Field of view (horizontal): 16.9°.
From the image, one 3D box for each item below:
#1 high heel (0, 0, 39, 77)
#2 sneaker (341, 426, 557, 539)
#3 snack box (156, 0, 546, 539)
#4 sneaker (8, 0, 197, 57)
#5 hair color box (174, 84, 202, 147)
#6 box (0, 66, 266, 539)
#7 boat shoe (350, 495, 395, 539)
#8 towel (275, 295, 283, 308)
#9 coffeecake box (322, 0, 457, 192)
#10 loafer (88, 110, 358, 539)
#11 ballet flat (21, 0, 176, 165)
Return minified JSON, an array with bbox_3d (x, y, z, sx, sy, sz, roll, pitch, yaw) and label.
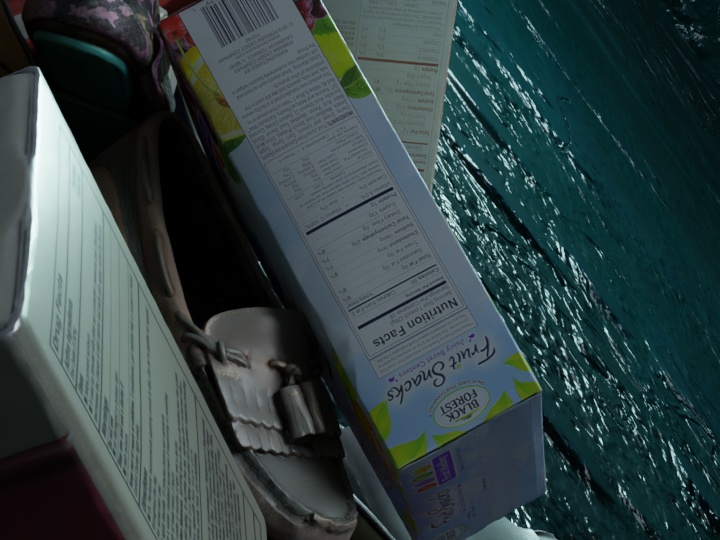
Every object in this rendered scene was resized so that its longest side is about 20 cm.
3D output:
[{"bbox_3d":[-0.151,-0.104,0.869,0.071,0.143,0.200,-29,74,-32],"label":"high heel"},{"bbox_3d":[0.045,0.122,1.194,0.107,0.074,0.200,64,19,16],"label":"sneaker"},{"bbox_3d":[0.000,0.000,0.963,0.201,0.067,0.169,60,-5,18],"label":"snack box"},{"bbox_3d":[-0.124,-0.144,1.103,0.199,0.078,0.116,-20,64,-47],"label":"sneaker"},{"bbox_3d":[-0.102,-0.101,1.211,0.100,0.060,0.201,34,28,-51],"label":"hair color box"},{"bbox_3d":[-0.108,0.065,0.723,0.128,0.108,0.201,-96,166,-53],"label":"box"},{"bbox_3d":[-0.051,0.081,1.024,0.200,0.060,0.074,52,22,-13],"label":"boat shoe"},{"bbox_3d":[-0.110,0.006,0.968,0.199,0.030,0.147,33,23,-19],"label":"towel"},{"bbox_3d":[0.008,-0.132,1.152,0.154,0.072,0.201,-88,-175,-60],"label":"coffeecake box"},{"bbox_3d":[-0.053,0.021,0.904,0.072,0.063,0.200,15,33,-49],"label":"loafer"},{"bbox_3d":[-0.102,-0.090,0.989,0.069,0.072,0.200,21,-16,1],"label":"ballet flat"}]
